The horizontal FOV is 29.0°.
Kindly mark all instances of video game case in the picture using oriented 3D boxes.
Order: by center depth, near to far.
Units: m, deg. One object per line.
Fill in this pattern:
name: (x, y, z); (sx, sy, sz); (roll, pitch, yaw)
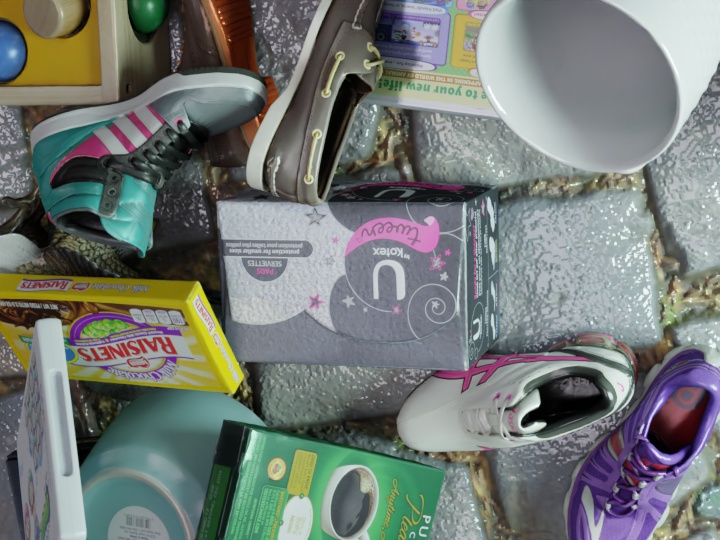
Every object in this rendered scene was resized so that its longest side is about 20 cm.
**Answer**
video game case: (0.079, -0.211, 1.065); (0.199, 0.022, 0.183); (9, 103, 15)
video game case: (-0.245, 0.167, 1.087); (0.200, 0.024, 0.183); (115, 147, -51)

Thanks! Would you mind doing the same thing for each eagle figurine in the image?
eagle figurine: (-0.211, 0.009, 1.145); (0.151, 0.152, 0.200); (-41, 81, 0)

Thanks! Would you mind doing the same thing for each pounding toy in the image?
pounding toy: (-0.233, -0.224, 1.096); (0.199, 0.142, 0.185); (2, 101, 17)

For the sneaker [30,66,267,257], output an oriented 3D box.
sneaker: (-0.159, -0.074, 1.048); (0.199, 0.084, 0.121); (-16, 65, 18)

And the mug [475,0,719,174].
mug: (0.187, -0.159, 0.965); (0.147, 0.176, 0.200); (13, 138, 30)

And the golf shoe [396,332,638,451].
golf shoe: (0.113, 0.100, 1.076); (0.199, 0.092, 0.073); (-19, 95, 21)

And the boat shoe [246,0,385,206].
boat shoe: (-0.017, -0.143, 1.034); (0.059, 0.072, 0.201); (22, 79, 16)

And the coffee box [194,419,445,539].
coffee box: (-0.030, 0.193, 1.078); (0.044, 0.199, 0.124); (7, 83, 53)

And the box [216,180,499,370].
box: (0.000, 0.000, 1.079); (0.199, 0.115, 0.133); (1, 101, 17)

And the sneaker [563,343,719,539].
sneaker: (0.212, 0.145, 1.057); (0.080, 0.083, 0.201); (28, 108, 11)

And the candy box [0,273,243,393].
candy box: (-0.195, 0.048, 1.077); (0.199, 0.026, 0.102); (2, 137, 26)

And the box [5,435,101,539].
box: (-0.217, 0.246, 1.228); (0.157, 0.051, 0.201); (-7, 97, 20)

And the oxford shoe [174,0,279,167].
oxford shoe: (-0.123, -0.178, 1.110); (0.073, 0.071, 0.201); (-15, 96, 23)

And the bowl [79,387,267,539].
bowl: (-0.157, 0.200, 1.110); (0.200, 0.105, 0.202); (3, 98, 24)
